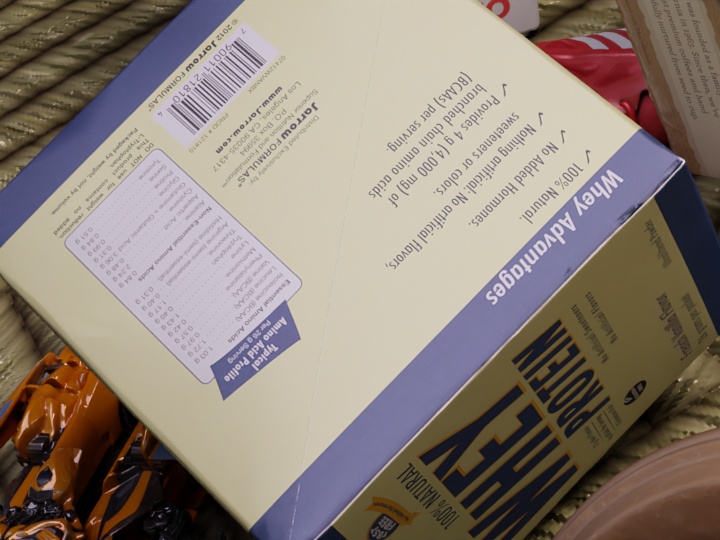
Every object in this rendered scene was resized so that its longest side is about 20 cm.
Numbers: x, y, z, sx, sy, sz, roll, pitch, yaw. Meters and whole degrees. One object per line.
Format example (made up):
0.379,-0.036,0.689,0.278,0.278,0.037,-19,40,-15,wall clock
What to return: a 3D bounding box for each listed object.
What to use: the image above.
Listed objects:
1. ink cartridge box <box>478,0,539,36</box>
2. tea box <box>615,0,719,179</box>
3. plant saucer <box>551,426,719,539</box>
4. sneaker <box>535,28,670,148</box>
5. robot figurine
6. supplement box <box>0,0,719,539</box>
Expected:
-0.001,-0.201,1.085,0.145,0.200,0.084,-18,33,-11,ink cartridge box
0.203,-0.163,0.882,0.134,0.200,0.197,14,52,41,tea box
0.121,0.143,0.635,0.200,0.029,0.200,-3,84,32,plant saucer
0.105,-0.052,0.964,0.115,0.078,0.200,-18,38,14,sneaker
-0.119,0.092,0.942,0.145,0.058,0.200,-2,43,32,robot figurine
0.000,0.000,0.836,0.200,0.134,0.200,-46,60,-4,supplement box
